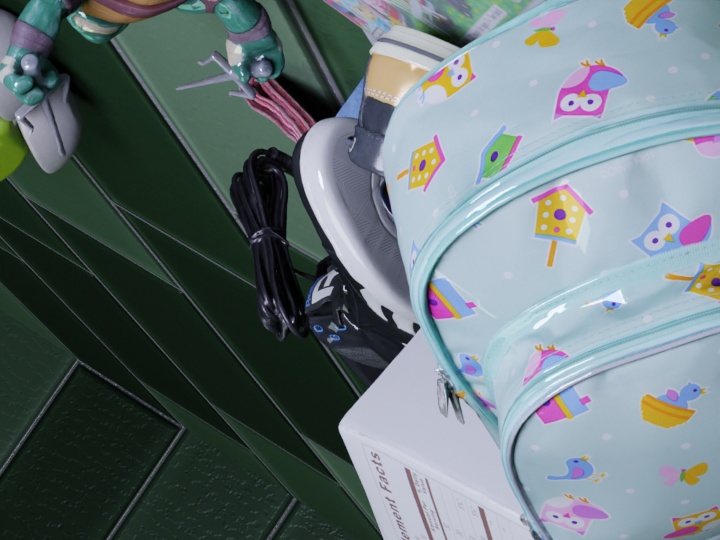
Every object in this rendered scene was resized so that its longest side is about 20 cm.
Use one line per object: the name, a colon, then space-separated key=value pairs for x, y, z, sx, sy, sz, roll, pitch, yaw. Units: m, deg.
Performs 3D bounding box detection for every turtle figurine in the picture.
turtle figurine: x=-0.103 y=-0.126 z=0.969 sx=0.200 sy=0.149 sz=0.102 roll=-27 pitch=81 yaw=64

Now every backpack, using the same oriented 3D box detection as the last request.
backpack: x=0.104 y=0.002 z=0.738 sx=0.200 sy=0.175 sz=0.154 roll=56 pitch=-159 yaw=-38

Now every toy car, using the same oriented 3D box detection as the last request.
toy car: x=-0.308 y=-0.133 z=1.487 sx=0.200 sy=0.174 sz=0.151 roll=60 pitch=-174 yaw=-66

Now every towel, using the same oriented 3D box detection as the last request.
towel: x=0.018 y=-0.028 z=1.168 sx=0.200 sy=0.023 sz=0.144 roll=43 pitch=-176 yaw=-35

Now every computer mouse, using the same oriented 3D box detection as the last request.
computer mouse: x=-0.004 y=0.011 z=1.184 sx=0.199 sy=0.046 sz=0.141 roll=23 pitch=-140 yaw=-42

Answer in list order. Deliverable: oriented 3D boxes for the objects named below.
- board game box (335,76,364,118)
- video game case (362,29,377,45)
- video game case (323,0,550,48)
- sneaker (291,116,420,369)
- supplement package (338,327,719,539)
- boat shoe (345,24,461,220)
board game box: x=0.093 y=-0.027 z=1.014 sx=0.199 sy=0.035 sz=0.135 roll=23 pitch=163 yaw=45
video game case: x=0.048 y=-0.114 z=0.829 sx=0.181 sy=0.023 sz=0.200 roll=28 pitch=167 yaw=30
video game case: x=-0.013 y=-0.144 z=0.763 sx=0.181 sy=0.022 sz=0.200 roll=36 pitch=169 yaw=-4
sneaker: x=0.000 y=0.000 z=1.039 sx=0.111 sy=0.074 sz=0.200 roll=-4 pitch=145 yaw=39
supplement package: x=0.110 y=0.097 z=0.891 sx=0.199 sy=0.117 sz=0.118 roll=26 pitch=151 yaw=34
boat shoe: x=0.041 y=-0.039 z=0.857 sx=0.074 sy=0.063 sz=0.200 roll=22 pitch=174 yaw=20
